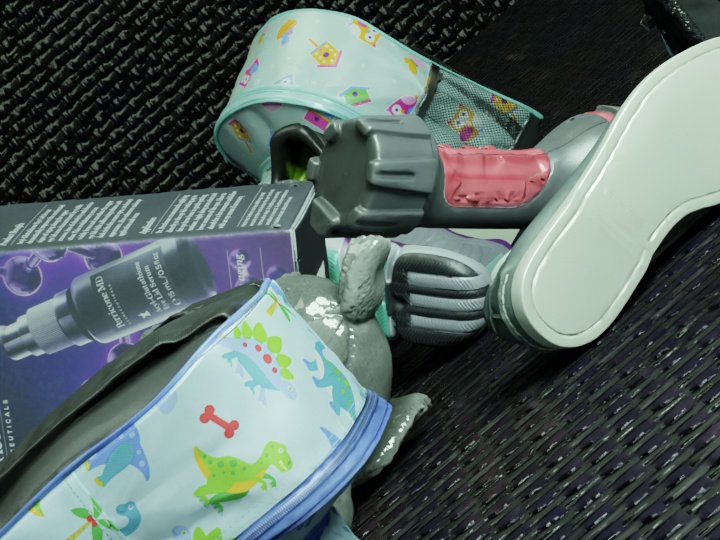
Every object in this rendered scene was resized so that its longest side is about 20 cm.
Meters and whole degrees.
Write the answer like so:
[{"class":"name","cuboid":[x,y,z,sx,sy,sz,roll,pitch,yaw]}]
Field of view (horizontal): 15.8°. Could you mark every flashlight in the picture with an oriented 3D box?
[{"class":"flashlight","cuboid":[0.068,-0.050,1.270,0.199,0.068,0.068,2,-13,-41]}]

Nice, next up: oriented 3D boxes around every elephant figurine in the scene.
[{"class":"elephant figurine","cuboid":[-0.040,0.069,1.300,0.154,0.142,0.200,-8,-5,8]}]

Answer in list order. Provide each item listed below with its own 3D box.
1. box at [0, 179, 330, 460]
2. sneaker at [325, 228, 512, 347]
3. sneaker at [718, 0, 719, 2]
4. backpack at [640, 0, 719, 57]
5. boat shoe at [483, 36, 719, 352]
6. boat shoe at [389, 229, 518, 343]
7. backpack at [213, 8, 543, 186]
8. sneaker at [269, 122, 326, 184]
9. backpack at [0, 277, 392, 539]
[{"class":"box","cuboid":[-0.116,0.039,1.429,0.199,0.149,0.104,-6,16,9]},{"class":"sneaker","cuboid":[0.000,0.000,1.500,0.199,0.075,0.087,12,23,28]},{"class":"sneaker","cuboid":[0.198,-0.121,1.059,0.077,0.146,0.202,-40,4,18]},{"class":"backpack","cuboid":[0.228,-0.190,1.443,0.182,0.135,0.200,-39,3,2]},{"class":"boat shoe","cuboid":[0.128,-0.038,1.243,0.200,0.073,0.062,-49,13,-24]},{"class":"boat shoe","cuboid":[0.023,-0.002,1.644,0.201,0.070,0.072,-42,9,10]},{"class":"backpack","cuboid":[-0.002,-0.084,1.790,0.154,0.200,0.176,-60,15,-23]},{"class":"sneaker","cuboid":[-0.031,0.000,1.565,0.070,0.083,0.201,-19,58,22]},{"class":"backpack","cuboid":[-0.075,0.108,1.073,0.200,0.147,0.183,-43,4,8]}]
